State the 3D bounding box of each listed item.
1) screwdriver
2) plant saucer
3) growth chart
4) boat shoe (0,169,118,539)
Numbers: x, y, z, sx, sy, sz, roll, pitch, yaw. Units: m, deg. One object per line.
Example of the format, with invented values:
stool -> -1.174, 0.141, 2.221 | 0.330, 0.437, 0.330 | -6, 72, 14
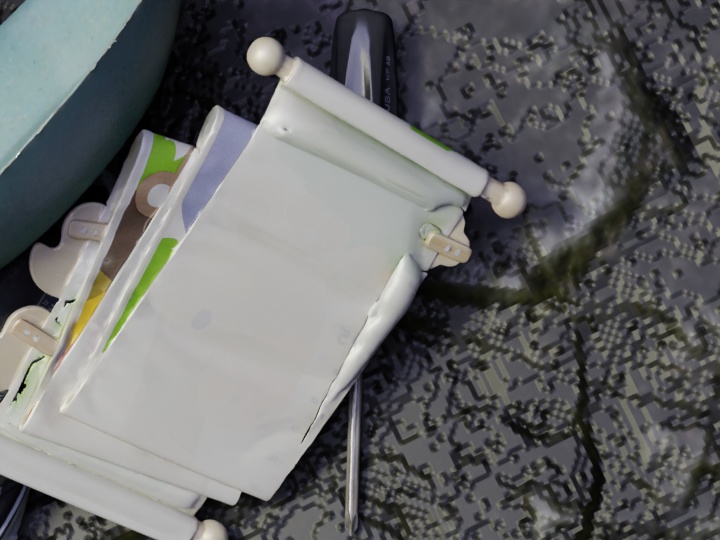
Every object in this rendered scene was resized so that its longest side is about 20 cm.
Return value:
screwdriver -> 0.000, 0.000, 1.108 | 0.028, 0.029, 0.201 | 0, 88, 9
plant saucer -> -0.124, -0.048, 1.064 | 0.039, 0.201, 0.201 | 44, 89, -17
growth chart -> -0.051, 0.012, 1.056 | 0.145, 0.018, 0.200 | 35, 99, -27
boat shoe -> -0.143, 0.049, 1.092 | 0.072, 0.068, 0.200 | 34, 86, 13
